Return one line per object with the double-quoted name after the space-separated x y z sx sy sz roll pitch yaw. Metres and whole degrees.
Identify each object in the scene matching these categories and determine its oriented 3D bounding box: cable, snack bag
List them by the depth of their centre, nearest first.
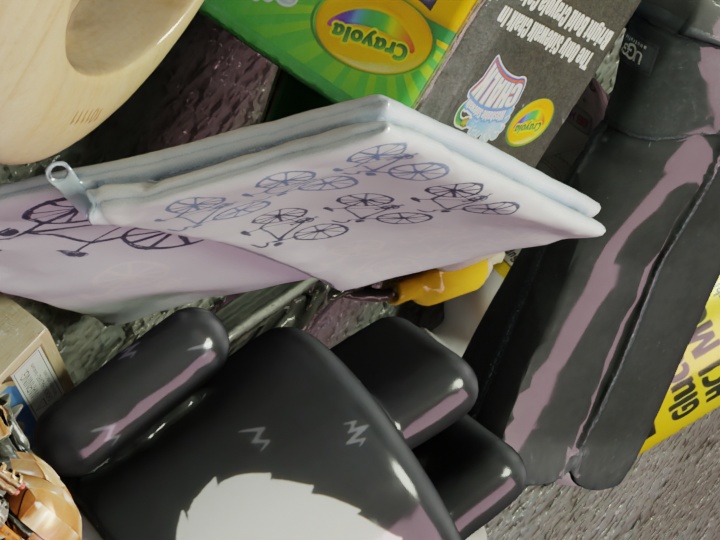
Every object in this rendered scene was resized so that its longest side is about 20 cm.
-0.043 -0.012 0.953 0.189 0.200 0.021 19 62 -65 "snack bag"
0.000 0.000 1.182 0.200 0.050 0.097 -37 149 -39 "cable"

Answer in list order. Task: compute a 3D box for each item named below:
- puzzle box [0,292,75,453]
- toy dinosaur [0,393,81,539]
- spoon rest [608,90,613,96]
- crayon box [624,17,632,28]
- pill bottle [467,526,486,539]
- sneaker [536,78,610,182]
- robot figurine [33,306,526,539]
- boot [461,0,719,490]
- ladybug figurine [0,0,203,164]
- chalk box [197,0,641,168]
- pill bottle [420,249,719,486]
-0.146 0.105 1.080 0.133 0.025 0.200 -47 155 -16 "puzzle box"
-0.132 0.080 0.915 0.102 0.136 0.200 -34 125 -21 "toy dinosaur"
0.124 -0.131 1.230 0.200 0.061 0.099 -58 154 10 "spoon rest"
0.136 -0.186 1.115 0.126 0.052 0.200 17 100 -55 "crayon box"
-0.043 0.166 1.244 0.200 0.114 0.114 -59 156 10 "pill bottle"
0.068 -0.061 1.141 0.200 0.075 0.100 4 124 -42 "sneaker"
-0.040 0.101 1.056 0.200 0.150 0.125 -34 167 -11 "robot figurine"
0.133 -0.005 1.135 0.165 0.066 0.200 13 106 -31 "boot"
-0.075 -0.127 0.841 0.200 0.072 0.136 -62 162 17 "ladybug figurine"
0.016 -0.110 0.981 0.200 0.124 0.125 -56 157 7 "chalk box"
0.110 0.023 1.301 0.200 0.113 0.112 -31 152 -8 "pill bottle"
